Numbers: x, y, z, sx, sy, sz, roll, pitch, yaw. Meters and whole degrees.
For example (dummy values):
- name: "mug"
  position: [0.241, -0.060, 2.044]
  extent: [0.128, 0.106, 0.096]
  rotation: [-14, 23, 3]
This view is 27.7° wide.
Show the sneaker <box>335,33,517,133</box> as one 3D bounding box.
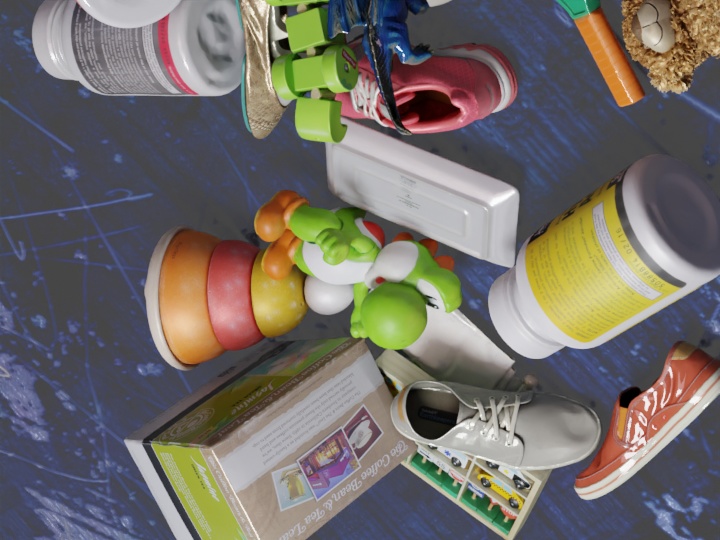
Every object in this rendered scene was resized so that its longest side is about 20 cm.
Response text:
- name: "sneaker"
  position: [0.030, -0.156, 1.242]
  extent: [0.199, 0.087, 0.074]
  rotation: [4, 121, 34]

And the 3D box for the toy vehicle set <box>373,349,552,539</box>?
- name: "toy vehicle set"
  position: [0.089, 0.173, 1.441]
  extent: [0.199, 0.027, 0.125]
  rotation: [34, 144, 16]

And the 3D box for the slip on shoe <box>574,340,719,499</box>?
- name: "slip on shoe"
  position: [0.249, 0.134, 1.294]
  extent: [0.061, 0.074, 0.200]
  rotation: [45, 130, 12]

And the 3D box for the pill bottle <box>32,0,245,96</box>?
- name: "pill bottle"
  position: [-0.205, -0.218, 1.352]
  extent: [0.199, 0.111, 0.111]
  rotation: [5, 122, 33]

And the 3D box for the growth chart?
- name: "growth chart"
  position: [0.078, 0.080, 1.415]
  extent: [0.200, 0.018, 0.145]
  rotation: [46, 135, 1]

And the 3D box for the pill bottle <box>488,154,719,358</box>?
- name: "pill bottle"
  position: [0.199, -0.002, 1.207]
  extent: [0.111, 0.111, 0.200]
  rotation: [49, 134, -3]

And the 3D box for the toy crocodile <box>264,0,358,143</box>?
- name: "toy crocodile"
  position: [-0.038, -0.207, 1.227]
  extent: [0.067, 0.062, 0.202]
  rotation: [-5, 93, 30]

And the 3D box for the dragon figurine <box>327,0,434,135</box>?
- name: "dragon figurine"
  position: [0.011, -0.209, 1.183]
  extent: [0.059, 0.201, 0.099]
  rotation: [-9, 152, 35]

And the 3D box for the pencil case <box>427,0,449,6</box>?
- name: "pencil case"
  position: [0.056, -0.311, 1.119]
  extent: [0.077, 0.089, 0.201]
  rotation: [6, 123, 32]

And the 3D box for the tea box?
- name: "tea box"
  position: [-0.089, 0.172, 1.436]
  extent: [0.196, 0.200, 0.134]
  rotation: [-6, 114, 55]

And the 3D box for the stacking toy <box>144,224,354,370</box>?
- name: "stacking toy"
  position: [-0.101, 0.025, 1.448]
  extent: [0.198, 0.146, 0.147]
  rotation: [-1, 119, 19]

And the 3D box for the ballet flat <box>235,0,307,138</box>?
- name: "ballet flat"
  position: [-0.075, -0.205, 1.302]
  extent: [0.065, 0.071, 0.201]
  rotation: [7, 128, 15]

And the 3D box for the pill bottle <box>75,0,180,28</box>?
- name: "pill bottle"
  position: [-0.229, -0.293, 1.272]
  extent: [0.200, 0.112, 0.113]
  rotation: [44, 146, 51]

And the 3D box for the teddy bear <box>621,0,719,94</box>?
- name: "teddy bear"
  position: [0.269, -0.202, 1.054]
  extent: [0.199, 0.067, 0.146]
  rotation: [-3, 115, 37]

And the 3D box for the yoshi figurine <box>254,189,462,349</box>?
- name: "yoshi figurine"
  position: [-0.008, 0.008, 1.337]
  extent: [0.199, 0.112, 0.113]
  rotation: [21, 104, 22]

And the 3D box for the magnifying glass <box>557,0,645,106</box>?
- name: "magnifying glass"
  position: [0.168, -0.220, 1.136]
  extent: [0.079, 0.022, 0.201]
  rotation: [-9, 113, 57]

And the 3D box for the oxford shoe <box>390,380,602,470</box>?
- name: "oxford shoe"
  position: [0.124, 0.140, 1.351]
  extent: [0.198, 0.076, 0.058]
  rotation: [8, 163, 9]

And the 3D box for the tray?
- name: "tray"
  position: [0.049, -0.067, 1.315]
  extent: [0.199, 0.022, 0.108]
  rotation: [24, 144, 21]
